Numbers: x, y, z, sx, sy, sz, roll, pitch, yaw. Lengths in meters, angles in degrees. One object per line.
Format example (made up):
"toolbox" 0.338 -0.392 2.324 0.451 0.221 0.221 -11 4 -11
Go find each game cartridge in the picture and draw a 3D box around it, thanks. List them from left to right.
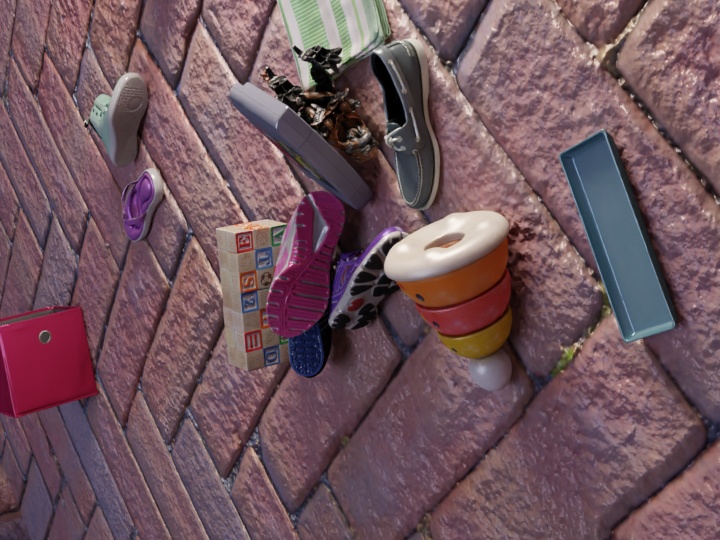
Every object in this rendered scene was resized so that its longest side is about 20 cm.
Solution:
"game cartridge" -0.069 -0.152 1.355 0.133 0.200 0.041 31 83 44

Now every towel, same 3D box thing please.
"towel" -0.038 -0.324 1.377 0.200 0.023 0.154 -23 82 56

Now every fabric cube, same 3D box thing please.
"fabric cube" -0.723 0.198 2.409 0.199 0.195 0.201 -3 99 55

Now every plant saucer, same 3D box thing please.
"plant saucer" 0.253 -0.033 1.058 0.070 0.019 0.202 -28 77 56

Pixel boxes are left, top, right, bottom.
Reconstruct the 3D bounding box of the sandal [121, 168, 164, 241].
"sandal" -0.410 -0.121 1.968 0.083 0.049 0.203 63 144 19

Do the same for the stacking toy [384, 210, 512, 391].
"stacking toy" 0.123 0.047 1.205 0.146 0.146 0.201 2 119 55

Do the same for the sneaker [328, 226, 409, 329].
"sneaker" 0.000 0.000 1.391 0.200 0.080 0.084 -50 50 48

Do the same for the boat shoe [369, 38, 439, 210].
"boat shoe" 0.046 -0.167 1.272 0.073 0.061 0.202 11 110 54

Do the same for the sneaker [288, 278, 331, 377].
"sneaker" -0.074 0.049 1.521 0.078 0.069 0.202 65 -153 -85

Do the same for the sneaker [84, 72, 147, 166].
"sneaker" -0.442 -0.293 1.928 0.118 0.073 0.201 50 141 24

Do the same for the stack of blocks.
"stack of blocks" -0.137 0.032 1.564 0.058 0.114 0.202 13 111 53

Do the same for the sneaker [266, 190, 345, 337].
"sneaker" -0.072 -0.009 1.449 0.088 0.081 0.202 -129 58 -79

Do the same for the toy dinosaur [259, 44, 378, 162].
"toy dinosaur" -0.062 -0.206 1.380 0.198 0.103 0.136 14 152 24
